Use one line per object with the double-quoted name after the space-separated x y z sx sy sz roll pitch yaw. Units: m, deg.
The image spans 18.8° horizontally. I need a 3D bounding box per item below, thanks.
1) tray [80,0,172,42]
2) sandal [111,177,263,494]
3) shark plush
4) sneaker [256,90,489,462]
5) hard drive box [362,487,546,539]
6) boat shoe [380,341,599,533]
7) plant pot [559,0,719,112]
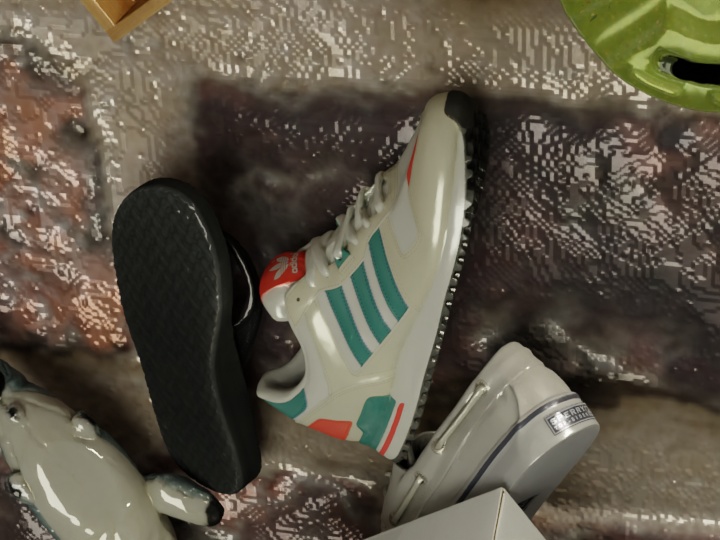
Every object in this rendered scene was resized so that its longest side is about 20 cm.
-0.066 -0.196 0.967 0.200 0.037 0.099 -31 105 28 "tray"
-0.080 0.026 1.089 0.075 0.048 0.201 26 141 29 "sandal"
-0.167 0.106 1.145 0.200 0.083 0.091 40 82 -13 "shark plush"
0.000 0.000 1.034 0.093 0.070 0.200 15 124 2 "sneaker"
0.055 0.219 1.068 0.156 0.077 0.200 -25 118 29 "hard drive box"
0.043 0.112 1.089 0.066 0.072 0.200 54 139 20 "boat shoe"
0.148 -0.154 0.833 0.199 0.190 0.201 8 119 14 "plant pot"
